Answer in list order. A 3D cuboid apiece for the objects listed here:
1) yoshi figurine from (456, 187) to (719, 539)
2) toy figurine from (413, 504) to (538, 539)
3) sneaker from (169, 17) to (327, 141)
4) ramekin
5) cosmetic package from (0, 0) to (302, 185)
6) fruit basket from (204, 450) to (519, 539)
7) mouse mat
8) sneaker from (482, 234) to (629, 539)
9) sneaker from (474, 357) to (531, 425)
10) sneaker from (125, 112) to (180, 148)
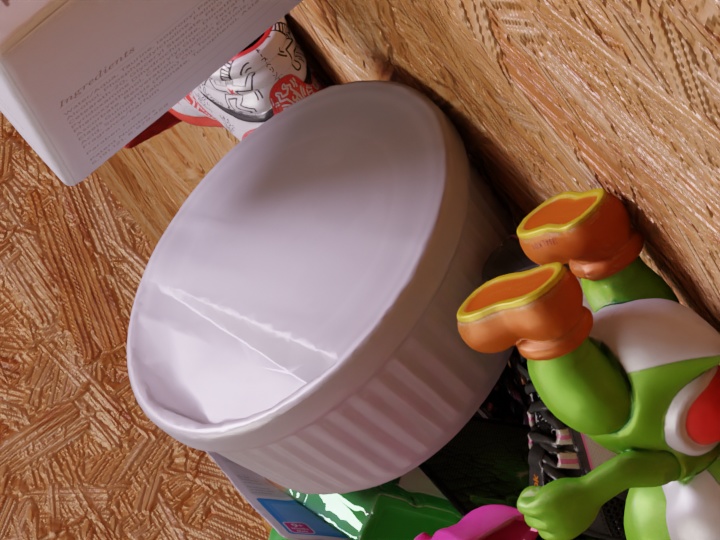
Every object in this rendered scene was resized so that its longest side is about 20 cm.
[{"bbox_3d":[0.118,0.069,1.249,0.200,0.112,0.112,51,-170,-17],"label":"yoshi figurine"},{"bbox_3d":[0.098,0.181,1.315,0.183,0.151,0.200,18,-152,-7],"label":"toy figurine"},{"bbox_3d":[-0.082,-0.127,1.691,0.201,0.067,0.108,38,164,52],"label":"sneaker"},{"bbox_3d":[-0.010,0.016,1.438,0.094,0.203,0.202,42,180,-35],"label":"ramekin"},{"bbox_3d":[-0.137,-0.174,1.385,0.168,0.166,0.200,50,174,14],"label":"cosmetic package"},{"bbox_3d":[0.003,0.111,1.557,0.184,0.094,0.200,17,-164,-29],"label":"fruit basket"},{"bbox_3d":[0.112,0.123,1.505,0.199,0.008,0.161,12,-154,-46],"label":"mouse mat"},{"bbox_3d":[0.109,0.079,1.383,0.200,0.086,0.080,54,172,-20],"label":"sneaker"},{"bbox_3d":[0.071,0.072,1.717,0.074,0.081,0.200,7,144,38],"label":"sneaker"},{"bbox_3d":[-0.151,-0.162,2.019,0.116,0.078,0.200,59,162,7],"label":"sneaker"}]
